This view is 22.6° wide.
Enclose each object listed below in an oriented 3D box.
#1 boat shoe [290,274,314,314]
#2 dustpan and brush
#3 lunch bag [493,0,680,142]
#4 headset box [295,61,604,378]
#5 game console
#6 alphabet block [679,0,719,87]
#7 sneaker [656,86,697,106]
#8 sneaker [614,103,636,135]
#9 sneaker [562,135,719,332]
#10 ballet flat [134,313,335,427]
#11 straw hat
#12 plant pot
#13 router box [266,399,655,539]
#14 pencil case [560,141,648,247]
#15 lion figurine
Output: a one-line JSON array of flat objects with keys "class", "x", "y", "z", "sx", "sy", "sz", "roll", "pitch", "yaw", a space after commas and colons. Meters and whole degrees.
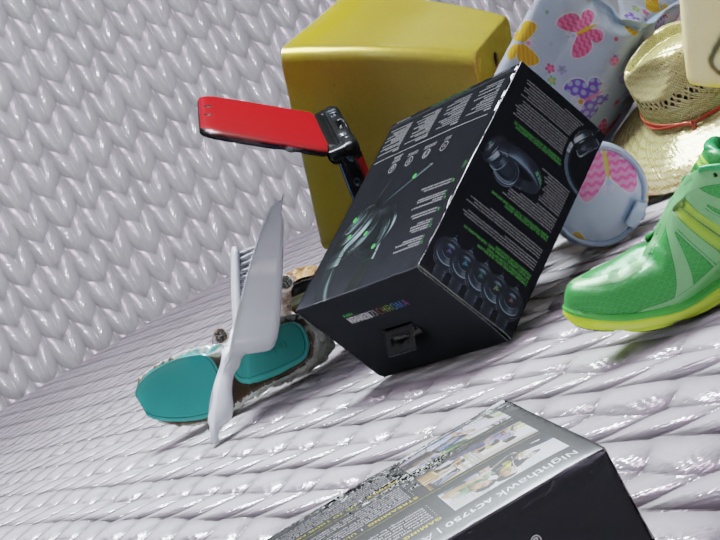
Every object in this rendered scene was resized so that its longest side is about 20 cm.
[{"class": "boat shoe", "x": 0.000, "y": 0.000, "z": 1.643, "sx": 0.073, "sy": 0.065, "sz": 0.200, "roll": -18, "pitch": -5, "yaw": 34}, {"class": "dustpan and brush", "x": -0.099, "y": 0.048, "z": 1.524, "sx": 0.057, "sy": 0.201, "sz": 0.140, "roll": 2, "pitch": -16, "yaw": -8}, {"class": "lunch bag", "x": 0.205, "y": -0.198, "z": 1.628, "sx": 0.200, "sy": 0.127, "sz": 0.170, "roll": -32, "pitch": -27, "yaw": -56}, {"class": "headset box", "x": 0.062, "y": -0.028, "z": 1.317, "sx": 0.174, "sy": 0.093, "sz": 0.201, "roll": -22, "pitch": 36, "yaw": 56}, {"class": "game console", "x": -0.054, "y": -0.077, "z": 1.543, "sx": 0.118, "sy": 0.173, "sz": 0.200, "roll": -21, "pitch": 15, "yaw": 0}, {"class": "alphabet block", "x": 0.362, "y": -0.258, "z": 1.366, "sx": 0.195, "sy": 0.201, "sz": 0.196, "roll": 11, "pitch": 31, "yaw": 39}, {"class": "sneaker", "x": 0.326, "y": -0.156, "z": 1.623, "sx": 0.200, "sy": 0.088, "sz": 0.081, "roll": -49, "pitch": 38, "yaw": -10}, {"class": "sneaker", "x": 0.213, "y": -0.098, "z": 1.740, "sx": 0.200, "sy": 0.075, "sz": 0.087, "roll": -35, "pitch": 14, "yaw": 4}, {"class": "sneaker", "x": 0.198, "y": -0.029, "z": 1.001, "sx": 0.199, "sy": 0.084, "sz": 0.074, "roll": -28, "pitch": 5, "yaw": 15}, {"class": "ballet flat", "x": -0.107, "y": 0.092, "z": 1.625, "sx": 0.199, "sy": 0.072, "sz": 0.072, "roll": -20, "pitch": 9, "yaw": 25}, {"class": "straw hat", "x": 0.272, "y": -0.161, "z": 1.503, "sx": 0.201, "sy": 0.085, "sz": 0.201, "roll": -30, "pitch": 29, "yaw": 18}, {"class": "plant pot", "x": 0.056, "y": -0.153, "z": 1.729, "sx": 0.176, "sy": 0.201, "sz": 0.200, "roll": -4, "pitch": 22, "yaw": 20}, {"class": "router box", "x": 0.002, "y": 0.128, "z": 0.710, "sx": 0.199, "sy": 0.051, "sz": 0.149, "roll": -30, "pitch": 7, "yaw": -7}, {"class": "pencil case", "x": 0.164, "y": -0.075, "z": 1.461, "sx": 0.083, "sy": 0.091, "sz": 0.200, "roll": -50, "pitch": 15, "yaw": 2}, {"class": "lion figurine", "x": -0.097, "y": 0.060, "z": 1.815, "sx": 0.200, "sy": 0.073, "sz": 0.122, "roll": -33, "pitch": -2, "yaw": -2}]
